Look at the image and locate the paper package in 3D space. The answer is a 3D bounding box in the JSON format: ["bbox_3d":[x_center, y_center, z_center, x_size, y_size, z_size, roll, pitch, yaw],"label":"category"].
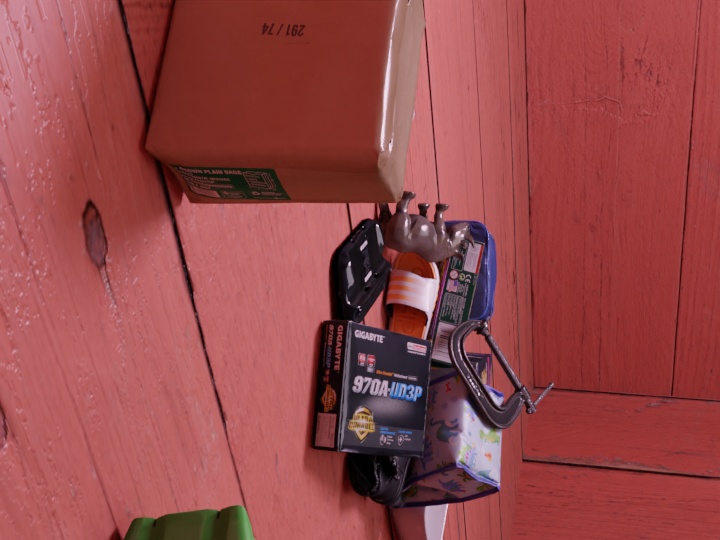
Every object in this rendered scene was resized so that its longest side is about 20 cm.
[{"bbox_3d":[-0.055,-0.155,0.885,0.104,0.196,0.194,61,34,-64],"label":"paper package"}]

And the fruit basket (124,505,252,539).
[{"bbox_3d":[-0.109,0.309,0.808,0.216,0.152,0.220,-8,90,-86],"label":"fruit basket"}]

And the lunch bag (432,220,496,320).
[{"bbox_3d":[0.177,0.014,1.938,0.132,0.133,0.204,15,78,-75],"label":"lunch bag"}]

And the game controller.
[{"bbox_3d":[0.000,0.000,1.465,0.200,0.041,0.106,-52,128,-67],"label":"game controller"}]

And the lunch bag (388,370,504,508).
[{"bbox_3d":[0.119,0.272,1.694,0.127,0.199,0.172,31,51,-28],"label":"lunch bag"}]

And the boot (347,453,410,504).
[{"bbox_3d":[0.039,0.234,1.556,0.168,0.075,0.204,63,38,-69],"label":"boot"}]

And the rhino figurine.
[{"bbox_3d":[0.103,-0.059,1.638,0.198,0.059,0.089,16,81,-38],"label":"rhino figurine"}]

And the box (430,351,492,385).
[{"bbox_3d":[0.169,0.207,1.968,0.200,0.120,0.108,2,91,-75],"label":"box"}]

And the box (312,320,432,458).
[{"bbox_3d":[0.019,0.158,1.397,0.199,0.045,0.162,18,74,-52],"label":"box"}]

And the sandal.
[{"bbox_3d":[0.076,0.066,1.669,0.059,0.078,0.211,36,60,-76],"label":"sandal"}]

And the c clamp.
[{"bbox_3d":[0.212,0.156,1.687,0.201,0.027,0.171,54,45,-11],"label":"c clamp"}]

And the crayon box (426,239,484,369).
[{"bbox_3d":[0.138,0.057,1.774,0.173,0.057,0.204,142,-38,-80],"label":"crayon box"}]

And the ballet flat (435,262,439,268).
[{"bbox_3d":[0.085,0.015,1.741,0.070,0.068,0.204,50,45,-69],"label":"ballet flat"}]

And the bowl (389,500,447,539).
[{"bbox_3d":[0.101,0.376,1.831,0.201,0.073,0.202,75,22,-49],"label":"bowl"}]
